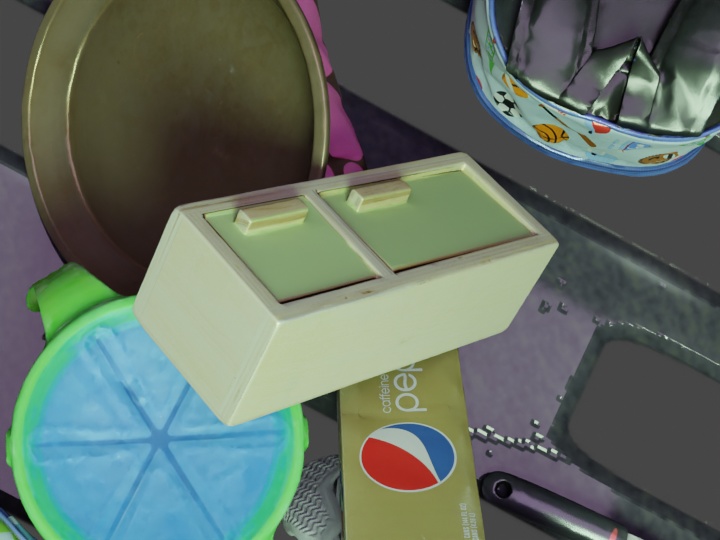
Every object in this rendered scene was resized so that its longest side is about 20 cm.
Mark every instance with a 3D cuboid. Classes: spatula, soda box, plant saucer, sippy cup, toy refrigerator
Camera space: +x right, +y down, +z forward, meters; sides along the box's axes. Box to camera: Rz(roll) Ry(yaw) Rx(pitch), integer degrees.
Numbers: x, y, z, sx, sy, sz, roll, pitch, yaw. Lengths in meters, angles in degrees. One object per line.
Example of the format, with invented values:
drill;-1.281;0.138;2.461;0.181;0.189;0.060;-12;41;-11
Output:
spatula;0.159;0.157;0.800;0.199;0.021;0.057;25;78;-3
soda box;0.021;0.093;0.706;0.064;0.068;0.201;-2;38;-2
plant saucer;-0.095;-0.075;0.745;0.199;0.029;0.202;3;96;32
sippy cup;-0.101;0.088;0.715;0.139;0.130;0.179;3;79;-8
toy refrigerator;0.000;0.000;0.675;0.199;0.070;0.076;-15;52;-46

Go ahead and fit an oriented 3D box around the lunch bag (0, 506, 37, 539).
lunch bag;-0.169;0.208;0.626;0.200;0.083;0.161;43;61;9

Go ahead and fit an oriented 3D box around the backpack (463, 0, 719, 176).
backpack;0.143;-0.152;0.789;0.199;0.154;0.192;19;71;3

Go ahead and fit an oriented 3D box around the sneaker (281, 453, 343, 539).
sneaker;0.040;0.179;0.746;0.199;0.115;0.075;23;45;32

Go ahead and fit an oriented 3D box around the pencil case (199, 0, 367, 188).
pencil case;-0.048;-0.103;0.778;0.090;0.094;0.201;-18;84;-12
